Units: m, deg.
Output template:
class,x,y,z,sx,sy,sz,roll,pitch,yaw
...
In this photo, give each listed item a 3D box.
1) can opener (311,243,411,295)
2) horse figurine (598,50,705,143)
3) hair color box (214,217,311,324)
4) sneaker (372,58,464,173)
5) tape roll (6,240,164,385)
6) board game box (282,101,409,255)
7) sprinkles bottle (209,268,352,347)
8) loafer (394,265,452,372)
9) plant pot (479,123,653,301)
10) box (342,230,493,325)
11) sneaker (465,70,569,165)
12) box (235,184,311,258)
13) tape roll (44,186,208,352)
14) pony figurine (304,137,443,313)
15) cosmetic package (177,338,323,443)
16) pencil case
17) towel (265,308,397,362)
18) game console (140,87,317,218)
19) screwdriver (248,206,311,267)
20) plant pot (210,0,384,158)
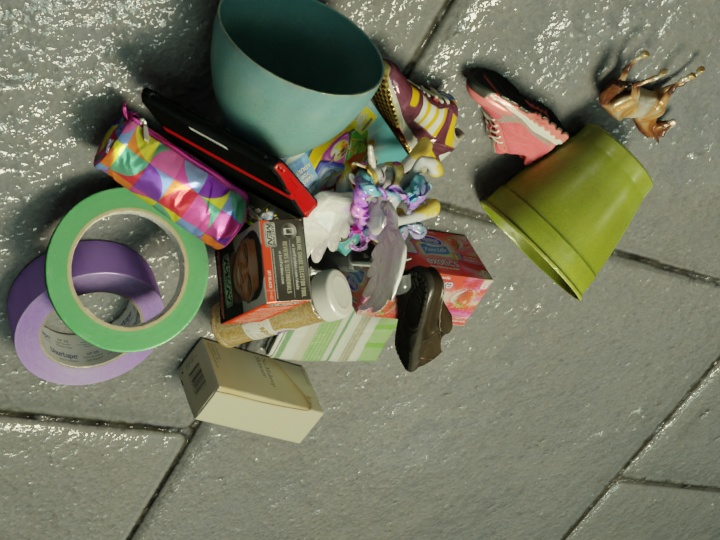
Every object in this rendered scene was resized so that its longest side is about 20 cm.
class,x,y,z,sx,sy,sz,roll,pitch,yaw
can opener,0.000,0.000,1.629,0.053,0.199,0.068,-13,98,-32
horse figurine,0.397,-0.245,1.700,0.198,0.050,0.132,2,148,-40
hair color box,-0.124,0.004,1.495,0.060,0.103,0.200,-3,171,-23
sneaker,0.074,-0.216,1.557,0.090,0.075,0.201,-36,144,-4
tape roll,-0.359,0.058,1.588,0.198,0.066,0.202,-16,136,-15
board game box,-0.026,-0.137,1.530,0.151,0.047,0.200,-47,135,-7
sprinkles bottle,-0.110,0.053,1.655,0.198,0.069,0.068,-15,144,27
loafer,0.092,0.059,1.683,0.071,0.073,0.201,-17,146,-19
plant pot,0.306,-0.097,1.719,0.193,0.200,0.200,-46,136,1
box,0.076,0.005,1.742,0.198,0.103,0.095,7,129,-34
sneaker,0.200,-0.196,1.633,0.199,0.074,0.087,24,118,-42
box,-0.105,-0.087,1.598,0.193,0.048,0.199,-40,138,16
tape roll,-0.288,-0.001,1.491,0.198,0.048,0.204,0,89,-18
pony figurine,0.021,-0.071,1.483,0.199,0.166,0.195,-17,132,-57
cosmetic package,-0.162,0.180,1.783,0.199,0.104,0.073,18,120,-40
pencil case,-0.224,-0.109,1.441,0.199,0.089,0.088,36,111,-22
towel,-0.033,0.078,1.814,0.198,0.031,0.150,5,131,-34
game console,-0.148,-0.135,1.401,0.031,0.198,0.177,-58,161,-10
screwdriver,-0.117,-0.052,1.566,0.028,0.029,0.200,-34,144,8
plant pot,-0.089,-0.209,1.376,0.198,0.201,0.136,4,133,-30
